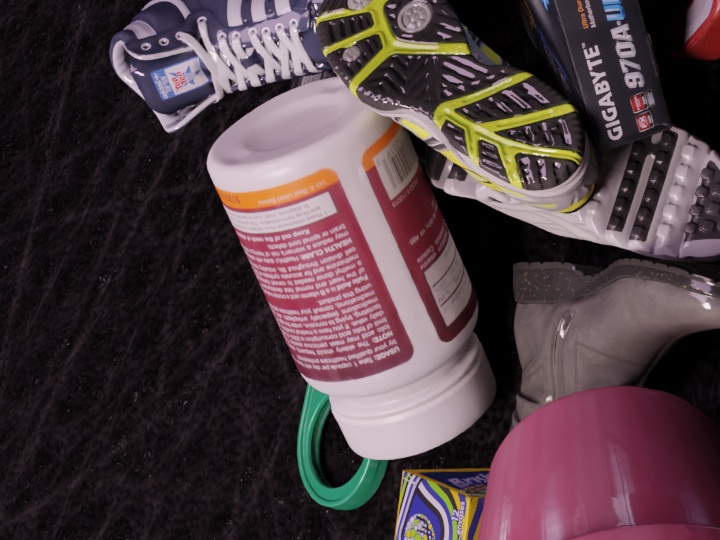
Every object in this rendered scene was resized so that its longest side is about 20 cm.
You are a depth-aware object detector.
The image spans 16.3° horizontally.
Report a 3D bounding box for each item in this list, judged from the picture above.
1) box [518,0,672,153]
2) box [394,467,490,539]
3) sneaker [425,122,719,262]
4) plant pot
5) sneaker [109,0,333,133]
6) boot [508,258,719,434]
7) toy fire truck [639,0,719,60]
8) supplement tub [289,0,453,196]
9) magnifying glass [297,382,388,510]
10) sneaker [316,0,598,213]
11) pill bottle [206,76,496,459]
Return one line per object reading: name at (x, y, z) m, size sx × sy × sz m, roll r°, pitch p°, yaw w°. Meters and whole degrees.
box at (0.109, -0.175, 1.368) m, size 0.200 × 0.046 × 0.160 m, roll -107°, pitch -1°, yaw -63°
box at (0.055, 0.213, 1.383) m, size 0.064 × 0.070 × 0.201 m, roll 16°, pitch 102°, yaw 54°
sneaker at (0.135, -0.047, 1.398) m, size 0.199 × 0.081 × 0.075 m, roll 19°, pitch 80°, yaw 35°
plant pot at (0.133, 0.164, 1.239) m, size 0.200 × 0.199 × 0.180 m, roll -49°, pitch 28°, yaw 31°
sneaker at (-0.062, -0.130, 1.471) m, size 0.199 × 0.070 × 0.109 m, roll 12°, pitch 47°, yaw 43°
boot at (0.147, 0.062, 1.359) m, size 0.200 × 0.067 × 0.132 m, roll -3°, pitch 83°, yaw 58°
toy fire truck at (0.182, -0.205, 1.376) m, size 0.168 × 0.111 × 0.201 m, roll 125°, pitch 146°, yaw -67°
supplement tub at (0.007, -0.103, 1.554) m, size 0.107 × 0.107 × 0.201 m, roll 11°, pitch 86°, yaw 54°
magnifying glass at (-0.014, 0.055, 1.602) m, size 0.079 × 0.022 × 0.201 m, roll -31°, pitch 57°, yaw 44°
sneaker at (0.049, -0.092, 1.366) m, size 0.075 × 0.076 × 0.200 m, roll -43°, pitch 59°, yaw -3°
pill bottle at (0.000, 0.000, 1.444) m, size 0.114 × 0.114 × 0.201 m, roll 11°, pitch 130°, yaw 54°
